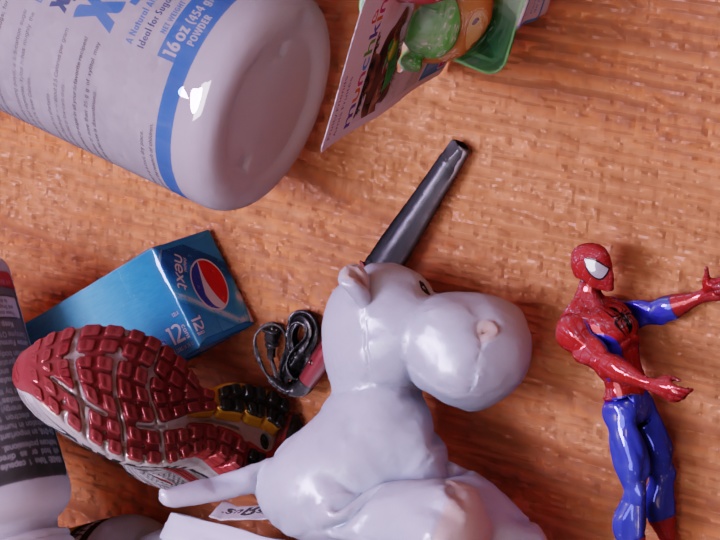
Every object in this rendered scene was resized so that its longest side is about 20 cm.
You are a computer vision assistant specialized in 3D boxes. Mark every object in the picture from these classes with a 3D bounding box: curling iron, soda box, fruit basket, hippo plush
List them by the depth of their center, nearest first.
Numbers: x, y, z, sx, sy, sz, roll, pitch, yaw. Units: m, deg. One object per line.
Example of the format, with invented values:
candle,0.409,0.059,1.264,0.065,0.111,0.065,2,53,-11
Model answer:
fruit basket,0.047,-0.161,0.952,0.093,0.200,0.186,22,112,8
hippo plush,0.023,0.082,1.081,0.199,0.159,0.162,10,81,22
curling iron,0.000,0.000,1.116,0.050,0.026,0.200,45,119,10
soda box,-0.166,0.049,1.202,0.199,0.064,0.068,-28,87,31

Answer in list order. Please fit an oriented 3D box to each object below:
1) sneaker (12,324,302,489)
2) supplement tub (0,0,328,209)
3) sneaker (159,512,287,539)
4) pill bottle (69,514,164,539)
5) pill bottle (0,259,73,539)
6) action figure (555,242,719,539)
sneaker,-0.125,0.094,1.123,0.082,0.200,0.078,-20,55,37
supplement tub,-0.130,-0.128,1.091,0.199,0.132,0.133,25,113,21
sneaker,-0.036,0.192,1.090,0.199,0.073,0.071,7,80,38
pill bottle,-0.179,0.219,1.223,0.199,0.109,0.110,-18,93,31
pill bottle,-0.238,0.102,1.130,0.113,0.114,0.201,-24,78,32
action figure,0.166,0.077,1.018,0.099,0.065,0.201,-16,95,40
